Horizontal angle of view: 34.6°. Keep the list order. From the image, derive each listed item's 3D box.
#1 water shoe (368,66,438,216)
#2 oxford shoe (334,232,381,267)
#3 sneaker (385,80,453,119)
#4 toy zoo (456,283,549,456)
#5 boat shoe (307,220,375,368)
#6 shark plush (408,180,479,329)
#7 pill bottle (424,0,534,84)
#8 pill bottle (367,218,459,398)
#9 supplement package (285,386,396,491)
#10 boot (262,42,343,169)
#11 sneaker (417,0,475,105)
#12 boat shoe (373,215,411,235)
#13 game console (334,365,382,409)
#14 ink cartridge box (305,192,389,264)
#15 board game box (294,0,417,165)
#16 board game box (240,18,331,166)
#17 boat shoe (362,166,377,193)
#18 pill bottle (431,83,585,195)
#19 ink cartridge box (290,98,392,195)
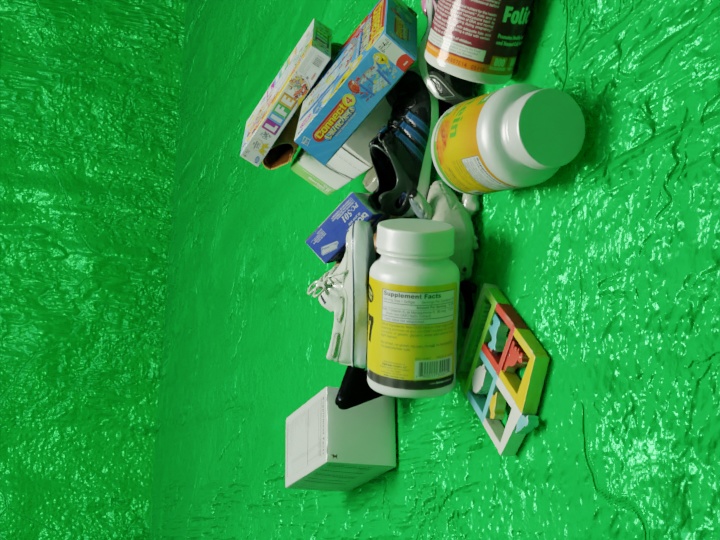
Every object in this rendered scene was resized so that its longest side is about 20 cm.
[{"bbox_3d":[0.054,-0.174,1.531,0.071,0.078,0.203,-5,82,57],"label":"water shoe"},{"bbox_3d":[0.000,0.000,1.539,0.072,0.071,0.201,-56,-4,-34],"label":"oxford shoe"},{"bbox_3d":[0.090,-0.237,1.618,0.105,0.059,0.202,119,147,-44],"label":"sneaker"},{"bbox_3d":[0.165,0.120,1.338,0.200,0.020,0.133,-119,40,-59],"label":"toy zoo"},{"bbox_3d":[-0.027,0.029,1.459,0.075,0.085,0.204,-73,-13,-57],"label":"boat shoe"},{"bbox_3d":[0.129,-0.028,1.483,0.083,0.090,0.202,96,153,-70],"label":"shark plush"},{"bbox_3d":[0.154,-0.336,1.383,0.114,0.113,0.202,-120,41,-59],"label":"pill bottle"},{"bbox_3d":[0.065,0.044,1.409,0.114,0.113,0.203,-148,57,-68],"label":"pill bottle"},{"bbox_3d":[-0.032,0.254,1.716,0.200,0.108,0.115,137,136,-61],"label":"supplement package"},{"bbox_3d":[-0.083,-0.248,1.793,0.201,0.070,0.145,-45,20,49],"label":"boot"},{"bbox_3d":[0.126,-0.316,1.518,0.086,0.079,0.203,-30,60,53],"label":"sneaker"},{"bbox_3d":[0.019,-0.007,1.657,0.073,0.062,0.202,-56,-12,-56],"label":"boat shoe"},{"bbox_3d":[0.025,0.069,1.620,0.116,0.174,0.202,42,129,32],"label":"game console"},{"bbox_3d":[-0.012,-0.060,1.599,0.094,0.044,0.200,-45,-5,9],"label":"ink cartridge box"},{"bbox_3d":[-0.004,-0.269,1.591,0.196,0.056,0.201,-47,17,23],"label":"board game box"},{"bbox_3d":[-0.110,-0.266,1.724,0.201,0.034,0.135,-53,17,23],"label":"board game box"},{"bbox_3d":[0.049,-0.136,1.677,0.075,0.066,0.199,-53,7,8],"label":"boat shoe"},{"bbox_3d":[0.165,-0.147,1.293,0.200,0.109,0.113,177,99,-70],"label":"pill bottle"},{"bbox_3d":[-0.015,-0.215,1.783,0.147,0.084,0.200,-60,13,-18],"label":"ink cartridge box"}]
